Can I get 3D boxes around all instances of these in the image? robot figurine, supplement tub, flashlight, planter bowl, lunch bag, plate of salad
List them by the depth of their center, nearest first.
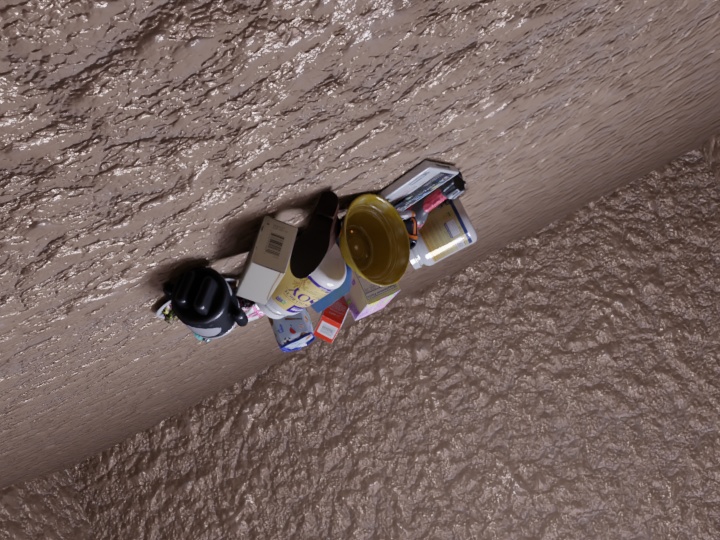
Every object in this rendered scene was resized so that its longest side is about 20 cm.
[{"bbox_3d":[-0.321,0.071,1.335,0.123,0.152,0.201,-31,163,-9],"label":"robot figurine"},{"bbox_3d":[0.013,-0.059,1.409,0.083,0.205,0.198,-16,180,45],"label":"planter bowl"},{"bbox_3d":[-0.145,0.013,1.477,0.198,0.148,0.144,-32,168,30],"label":"supplement tub"},{"bbox_3d":[-0.375,0.074,1.490,0.197,0.049,0.200,-26,171,-5],"label":"plate of salad"},{"bbox_3d":[0.180,-0.168,1.619,0.067,0.069,0.199,-23,171,-45],"label":"flashlight"},{"bbox_3d":[0.214,-0.103,1.808,0.197,0.147,0.144,-27,170,8],"label":"supplement tub"},{"bbox_3d":[-0.210,0.146,1.910,0.122,0.173,0.200,-22,171,0],"label":"lunch bag"}]

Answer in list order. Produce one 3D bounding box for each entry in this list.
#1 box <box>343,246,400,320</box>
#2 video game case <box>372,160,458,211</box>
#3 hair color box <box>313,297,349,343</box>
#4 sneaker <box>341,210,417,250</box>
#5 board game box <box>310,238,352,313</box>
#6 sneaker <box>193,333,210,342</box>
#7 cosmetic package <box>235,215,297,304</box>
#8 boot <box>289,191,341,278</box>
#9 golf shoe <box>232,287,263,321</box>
[{"bbox_3d":[0.000,0.000,1.626,0.095,0.203,0.176,-22,169,-17],"label":"box"},{"bbox_3d":[0.113,-0.187,1.489,0.198,0.024,0.181,-33,168,28],"label":"video game case"},{"bbox_3d":[-0.058,0.082,1.752,0.111,0.063,0.202,118,-3,-53],"label":"hair color box"},{"bbox_3d":[0.038,-0.072,1.498,0.196,0.115,0.077,-7,180,14],"label":"sneaker"},{"bbox_3d":[-0.074,0.003,1.559,0.038,0.161,0.199,-1,156,-42],"label":"board game box"},{"bbox_3d":[-0.376,0.121,1.641,0.120,0.084,0.200,-32,175,-28],"label":"sneaker"},{"bbox_3d":[-0.192,-0.016,1.293,0.072,0.105,0.200,19,156,-11],"label":"cosmetic package"},{"bbox_3d":[-0.087,-0.053,1.328,0.200,0.063,0.189,106,10,-78],"label":"boot"},{"bbox_3d":[-0.262,0.082,1.538,0.092,0.073,0.199,-48,158,27],"label":"golf shoe"}]
